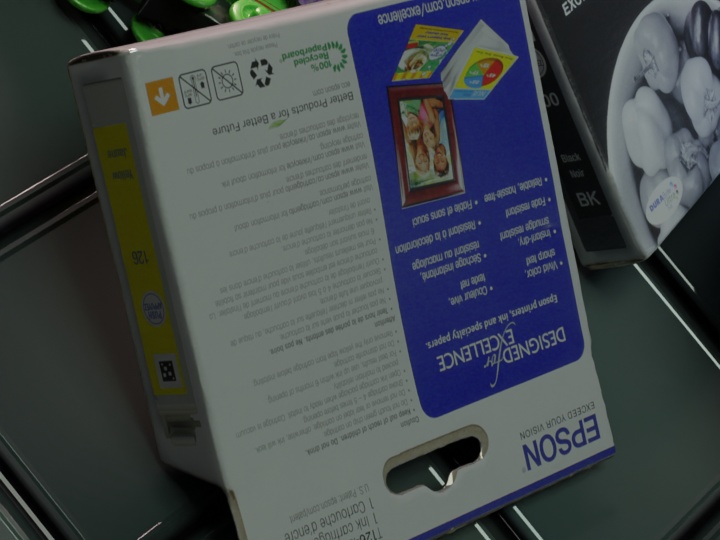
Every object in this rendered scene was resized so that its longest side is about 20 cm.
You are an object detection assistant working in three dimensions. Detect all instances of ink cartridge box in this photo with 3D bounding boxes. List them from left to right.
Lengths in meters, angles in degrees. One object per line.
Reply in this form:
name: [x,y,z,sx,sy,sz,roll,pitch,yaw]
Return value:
ink cartridge box: [0.000,0.000,0.916,0.197,0.047,0.201,-18,101,-42]
ink cartridge box: [0.114,-0.135,1.059,0.198,0.043,0.201,-45,115,-45]

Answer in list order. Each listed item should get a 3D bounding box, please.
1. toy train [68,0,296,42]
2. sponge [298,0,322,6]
toy train: [-0.054,-0.102,0.971,0.199,0.042,0.057,31,37,-15]
sponge: [0.028,-0.152,1.043,0.200,0.030,0.112,-7,66,-52]
